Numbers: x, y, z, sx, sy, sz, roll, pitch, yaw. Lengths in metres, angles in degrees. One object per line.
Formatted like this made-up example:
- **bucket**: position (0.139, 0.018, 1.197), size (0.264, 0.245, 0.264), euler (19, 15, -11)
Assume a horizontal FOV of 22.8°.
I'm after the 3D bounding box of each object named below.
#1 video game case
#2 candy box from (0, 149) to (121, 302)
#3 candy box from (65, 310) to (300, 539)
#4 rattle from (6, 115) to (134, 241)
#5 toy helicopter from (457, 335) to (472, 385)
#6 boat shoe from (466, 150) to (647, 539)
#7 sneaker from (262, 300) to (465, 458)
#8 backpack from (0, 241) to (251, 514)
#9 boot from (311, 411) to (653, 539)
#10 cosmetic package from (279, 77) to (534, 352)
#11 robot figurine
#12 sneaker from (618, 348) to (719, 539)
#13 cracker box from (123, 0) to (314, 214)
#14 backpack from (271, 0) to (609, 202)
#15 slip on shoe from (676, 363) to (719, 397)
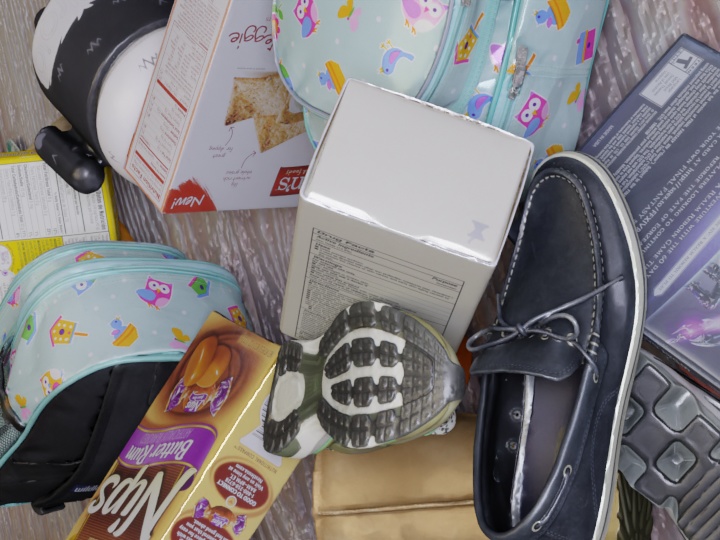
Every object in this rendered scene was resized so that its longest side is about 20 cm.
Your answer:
- **video game case**: position (0.182, -0.022, 0.866), size (0.143, 0.019, 0.200), euler (-48, 49, -4)
- **candy box**: position (-0.227, 0.006, 1.341), size (0.026, 0.101, 0.202), euler (-94, -2, -70)
- **candy box**: position (-0.104, 0.130, 1.076), size (0.201, 0.056, 0.116), euler (-59, 27, -6)
- **rattle**: position (-0.246, -0.044, 1.443), size (0.200, 0.142, 0.131), euler (-25, 41, 64)
- **toy helicopter**: position (0.000, 0.000, 1.130), size (0.132, 0.078, 0.202), euler (-29, 61, 57)
- **boat shoe**: position (0.090, 0.040, 0.851), size (0.074, 0.062, 0.202), euler (0, 82, 46)
- **sneaker**: position (0.019, 0.063, 0.947), size (0.200, 0.088, 0.078), euler (165, 112, -65)
- **backpack**: position (-0.165, 0.065, 1.223), size (0.200, 0.175, 0.154), euler (-43, 51, 50)
- **boot**: position (0.066, 0.162, 1.005), size (0.199, 0.066, 0.177), euler (-5, 70, 32)
- **cosmetic package**: position (0.019, -0.013, 0.936), size (0.200, 0.104, 0.072), euler (109, -179, -69)
- **robot figurine**: position (-0.152, -0.136, 1.243), size (0.200, 0.124, 0.151), euler (43, 126, 44)
- **sneaker**: position (0.186, 0.108, 0.907), size (0.074, 0.088, 0.200), euler (-43, 82, 17)
- **cracker box**: position (-0.056, -0.134, 1.120), size (0.058, 0.133, 0.201), euler (46, 127, 36)
- **backpack**: position (0.042, -0.133, 0.992), size (0.175, 0.153, 0.202), euler (25, 120, 41)
- **slip on shoe**: position (0.169, 0.018, 0.915), size (0.200, 0.074, 0.062), euler (41, 148, 45)
